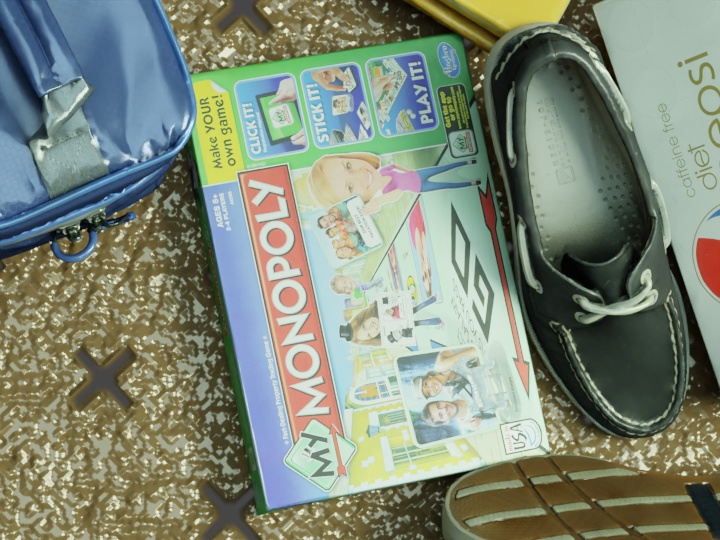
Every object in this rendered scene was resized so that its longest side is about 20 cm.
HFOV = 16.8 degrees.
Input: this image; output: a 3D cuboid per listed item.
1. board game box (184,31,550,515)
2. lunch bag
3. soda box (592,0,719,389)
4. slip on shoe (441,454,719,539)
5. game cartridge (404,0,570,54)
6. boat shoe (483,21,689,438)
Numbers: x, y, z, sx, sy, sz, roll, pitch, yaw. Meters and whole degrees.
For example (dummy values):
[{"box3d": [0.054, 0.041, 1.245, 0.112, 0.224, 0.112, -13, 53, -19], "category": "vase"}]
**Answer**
[{"box3d": [0.000, 0.000, 1.110, 0.135, 0.029, 0.200, -10, 83, -14], "category": "board game box"}, {"box3d": [-0.157, -0.094, 1.042, 0.136, 0.132, 0.200, -25, 86, -14], "category": "lunch bag"}, {"box3d": [0.177, -0.041, 1.120, 0.064, 0.068, 0.200, -8, 79, -57], "category": "soda box"}, {"box3d": [0.133, 0.125, 1.097, 0.200, 0.061, 0.076, -2, 37, -15], "category": "slip on shoe"}, {"box3d": [0.049, -0.218, 1.143, 0.176, 0.032, 0.200, 32, 66, -4], "category": "game cartridge"}, {"box3d": [0.105, -0.013, 1.091, 0.074, 0.060, 0.200, -14, 104, -3], "category": "boat shoe"}]
